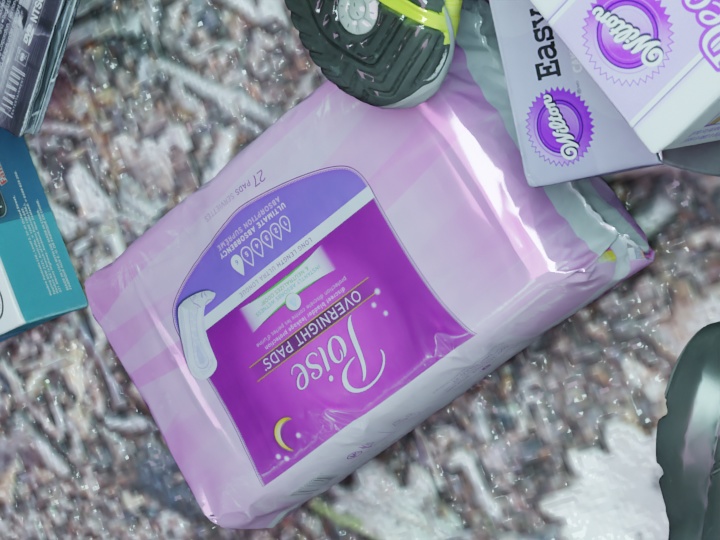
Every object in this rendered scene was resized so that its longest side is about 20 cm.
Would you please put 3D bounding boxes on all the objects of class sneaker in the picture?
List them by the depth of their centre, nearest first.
[{"bbox_3d":[0.012,-0.151,0.784,0.075,0.076,0.201,-18,71,35],"label":"sneaker"},{"bbox_3d":[0.142,0.120,0.789,0.079,0.075,0.201,8,105,28],"label":"sneaker"}]

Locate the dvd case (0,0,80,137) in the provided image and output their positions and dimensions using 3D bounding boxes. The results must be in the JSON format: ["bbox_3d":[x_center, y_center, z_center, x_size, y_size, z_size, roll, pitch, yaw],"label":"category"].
[{"bbox_3d":[-0.178,-0.164,0.873,0.200,0.016,0.149,34,120,22],"label":"dvd case"}]

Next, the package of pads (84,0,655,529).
[{"bbox_3d":[0.000,0.000,0.851,0.200,0.076,0.121,-38,76,31],"label":"package of pads"}]

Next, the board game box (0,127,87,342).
[{"bbox_3d":[-0.231,-0.019,1.006,0.200,0.047,0.151,-23,88,33],"label":"board game box"}]

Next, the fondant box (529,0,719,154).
[{"bbox_3d":[0.117,-0.152,0.644,0.200,0.058,0.144,-46,73,32],"label":"fondant box"}]

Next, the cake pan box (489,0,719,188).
[{"bbox_3d":[0.120,-0.131,0.711,0.184,0.052,0.201,-9,94,37],"label":"cake pan box"}]
